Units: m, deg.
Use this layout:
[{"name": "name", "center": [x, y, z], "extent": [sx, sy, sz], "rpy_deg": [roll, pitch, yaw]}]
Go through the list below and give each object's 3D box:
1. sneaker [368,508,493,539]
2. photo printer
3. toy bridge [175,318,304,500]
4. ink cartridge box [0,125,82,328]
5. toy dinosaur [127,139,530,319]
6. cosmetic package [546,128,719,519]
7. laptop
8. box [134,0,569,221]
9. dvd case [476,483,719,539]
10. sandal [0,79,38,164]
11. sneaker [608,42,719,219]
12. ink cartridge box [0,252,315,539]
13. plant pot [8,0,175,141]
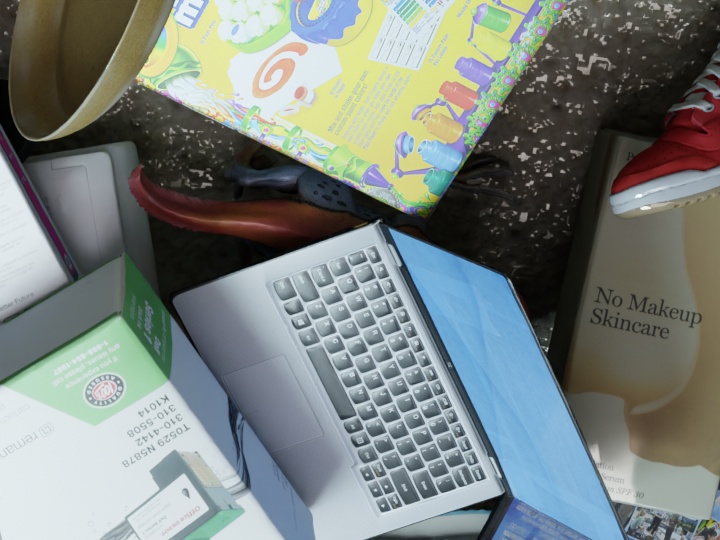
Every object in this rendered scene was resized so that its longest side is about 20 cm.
[{"name": "sneaker", "center": [0.006, 0.196, 1.523], "extent": [0.200, 0.081, 0.077], "rpy_deg": [-9, 140, 7]}, {"name": "photo printer", "center": [-0.191, 0.037, 1.458], "extent": [0.166, 0.069, 0.200], "rpy_deg": [-9, 93, 9]}, {"name": "toy bridge", "center": [-0.066, 0.124, 1.477], "extent": [0.067, 0.027, 0.200], "rpy_deg": [-4, 107, 2]}, {"name": "ink cartridge box", "center": [-0.230, -0.043, 1.380], "extent": [0.095, 0.037, 0.200], "rpy_deg": [-24, 108, 9]}, {"name": "toy dinosaur", "center": [0.000, 0.000, 1.423], "extent": [0.181, 0.200, 0.105], "rpy_deg": [27, 119, 39]}, {"name": "cosmetic package", "center": [0.164, 0.028, 1.436], "extent": [0.105, 0.071, 0.200], "rpy_deg": [10, 96, -5]}, {"name": "laptop", "center": [0.020, 0.082, 1.368], "extent": [0.200, 0.116, 0.188], "rpy_deg": [-19, 116, 13]}, {"name": "box", "center": [0.000, -0.168, 1.336], "extent": [0.192, 0.122, 0.200], "rpy_deg": [26, 120, -14]}, {"name": "dvd case", "center": [0.174, 0.105, 1.492], "extent": [0.142, 0.018, 0.200], "rpy_deg": [28, 94, -2]}, {"name": "sandal", "center": [-0.273, -0.079, 1.420], "extent": [0.200, 0.075, 0.045], "rpy_deg": [1, 152, 12]}, {"name": "sneaker", "center": [0.201, -0.108, 1.356], "extent": [0.200, 0.071, 0.113], "rpy_deg": [-26, 99, -21]}, {"name": "ink cartridge box", "center": [-0.132, 0.116, 1.382], "extent": [0.146, 0.084, 0.200], "rpy_deg": [-31, 114, 9]}, {"name": "plant pot", "center": [-0.126, -0.158, 1.308], "extent": [0.027, 0.200, 0.200], "rpy_deg": [17, 122, -24]}]
